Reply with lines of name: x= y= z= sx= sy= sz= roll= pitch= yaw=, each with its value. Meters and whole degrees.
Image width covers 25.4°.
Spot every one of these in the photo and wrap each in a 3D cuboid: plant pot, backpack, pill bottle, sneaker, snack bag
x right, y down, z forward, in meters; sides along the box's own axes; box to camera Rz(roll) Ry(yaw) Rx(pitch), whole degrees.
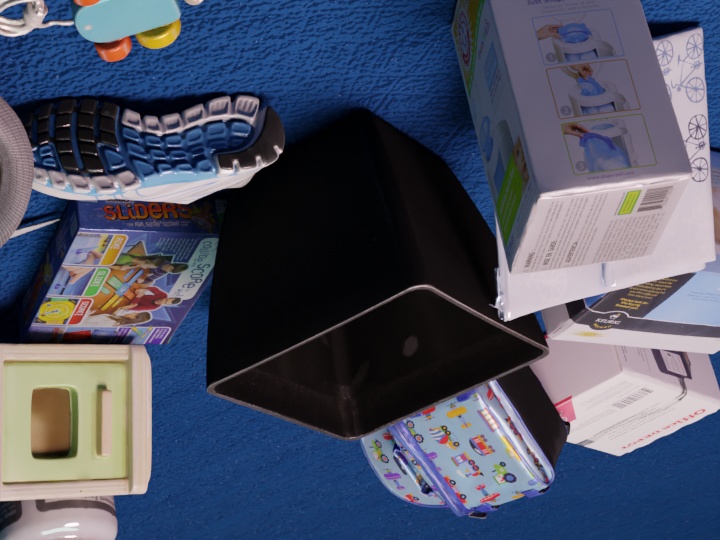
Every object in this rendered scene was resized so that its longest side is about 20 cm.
plant pot: x=0.000 y=0.000 z=1.240 sx=0.199 sy=0.179 sz=0.199 roll=-27 pitch=150 yaw=25
backpack: x=0.082 y=0.156 z=1.584 sx=0.199 sy=0.135 sz=0.183 roll=-20 pitch=114 yaw=29
pill bottle: x=-0.288 y=0.209 z=1.494 sx=0.112 sy=0.202 sz=0.113 roll=-10 pitch=154 yaw=-5
sneaker: x=-0.158 y=-0.074 z=1.149 sx=0.198 sy=0.076 sz=0.087 roll=-2 pitch=158 yaw=-20
snack bag: x=0.177 y=-0.073 z=1.175 sx=0.198 sy=0.191 sz=0.021 roll=-13 pitch=-163 yaw=-25

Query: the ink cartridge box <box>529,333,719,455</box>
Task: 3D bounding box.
ink cartridge box: x=0.268 y=0.120 z=1.694 sx=0.144 sy=0.085 sz=0.199 roll=-31 pitch=147 yaw=33

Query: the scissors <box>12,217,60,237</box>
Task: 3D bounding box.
scissors: x=-0.333 y=-0.012 z=1.251 sx=0.199 sy=0.014 sz=0.073 roll=-22 pitch=150 yaw=21

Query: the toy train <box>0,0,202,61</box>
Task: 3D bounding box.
toy train: x=-0.130 y=-0.206 z=0.926 sx=0.149 sy=0.056 sz=0.200 roll=15 pitch=139 yaw=-41

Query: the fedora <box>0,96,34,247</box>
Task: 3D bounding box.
fedora: x=-0.303 y=-0.089 z=1.030 sx=0.175 sy=0.091 sz=0.201 roll=-12 pitch=147 yaw=-5

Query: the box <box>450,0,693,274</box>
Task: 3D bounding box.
box: x=0.132 y=-0.115 z=1.048 sx=0.100 sy=0.202 sz=0.113 roll=-7 pitch=155 yaw=-8

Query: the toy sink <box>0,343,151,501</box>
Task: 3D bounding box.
toy sink: x=-0.249 y=0.130 z=1.388 sx=0.199 sy=0.132 sz=0.112 roll=4 pitch=174 yaw=-36

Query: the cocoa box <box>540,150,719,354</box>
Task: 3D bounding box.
cocoa box: x=0.257 y=-0.020 z=1.362 sx=0.198 sy=0.134 sz=0.131 roll=6 pitch=148 yaw=-33

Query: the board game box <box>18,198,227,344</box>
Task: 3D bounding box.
board game box: x=-0.194 y=0.003 z=1.318 sx=0.134 sy=0.035 sz=0.200 roll=2 pitch=151 yaw=-26
